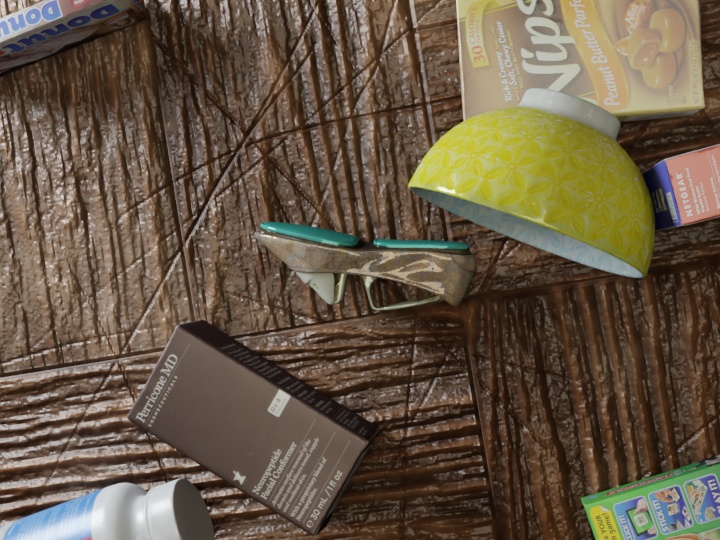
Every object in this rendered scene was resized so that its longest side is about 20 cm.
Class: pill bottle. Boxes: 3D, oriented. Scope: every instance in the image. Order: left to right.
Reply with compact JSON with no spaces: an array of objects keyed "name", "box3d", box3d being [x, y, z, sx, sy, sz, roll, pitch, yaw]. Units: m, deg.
[{"name":"pill bottle","box3d":[-0.238,0.257,0.844,0.199,0.112,0.113,-22,87,8]}]

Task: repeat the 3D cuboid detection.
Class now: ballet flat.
[{"name":"ballet flat","box3d":[0.000,0.000,0.832,0.199,0.068,0.067,7,99,10]}]

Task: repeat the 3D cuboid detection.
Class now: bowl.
[{"name":"bowl","box3d":[0.149,-0.078,0.743,0.200,0.200,0.108,22,91,8]}]

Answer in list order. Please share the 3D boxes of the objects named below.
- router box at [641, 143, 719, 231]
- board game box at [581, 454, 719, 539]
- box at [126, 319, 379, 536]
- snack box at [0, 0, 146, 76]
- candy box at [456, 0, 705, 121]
[{"name":"router box","box3d":[0.310,-0.076,0.717,0.179,0.200,0.049,-15,88,9]},{"name":"board game box","box3d":[0.288,0.274,0.808,0.134,0.029,0.201,-20,88,7]},{"name":"box","box3d":[-0.094,0.137,0.843,0.200,0.075,0.100,30,95,9]},{"name":"snack box","box3d":[-0.304,-0.217,0.871,0.199,0.072,0.024,-19,86,8]},{"name":"candy box","box3d":[0.185,-0.184,0.807,0.199,0.055,0.116,-4,91,8]}]
